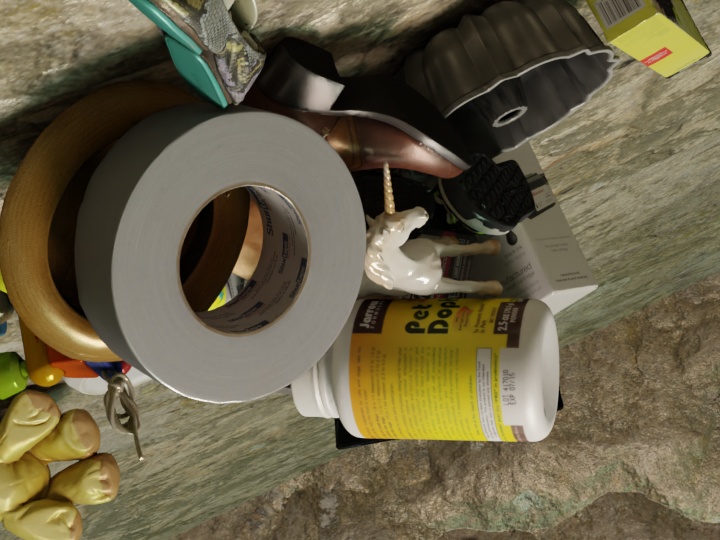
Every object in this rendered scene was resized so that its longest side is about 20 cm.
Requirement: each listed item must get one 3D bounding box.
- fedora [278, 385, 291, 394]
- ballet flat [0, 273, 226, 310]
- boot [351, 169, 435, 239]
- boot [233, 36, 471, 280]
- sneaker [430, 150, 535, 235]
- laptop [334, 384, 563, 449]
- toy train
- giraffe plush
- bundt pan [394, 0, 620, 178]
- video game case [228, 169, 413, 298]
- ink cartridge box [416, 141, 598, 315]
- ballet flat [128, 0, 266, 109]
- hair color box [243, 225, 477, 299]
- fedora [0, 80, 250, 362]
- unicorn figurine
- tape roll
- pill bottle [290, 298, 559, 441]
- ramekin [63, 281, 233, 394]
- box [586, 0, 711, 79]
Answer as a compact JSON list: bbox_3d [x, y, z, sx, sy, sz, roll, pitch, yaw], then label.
[{"bbox_3d":[-0.066,0.023,1.493,0.175,0.201,0.091,-15,139,-16],"label":"fedora"},{"bbox_3d":[-0.199,-0.005,1.182,0.198,0.067,0.067,12,156,10],"label":"ballet flat"},{"bbox_3d":[-0.045,-0.076,1.291,0.199,0.070,0.132,20,-174,-23],"label":"boot"},{"bbox_3d":[-0.037,-0.059,1.177,0.187,0.069,0.200,17,124,-33],"label":"boot"},{"bbox_3d":[0.092,-0.052,1.329,0.082,0.072,0.200,-23,172,19],"label":"sneaker"},{"bbox_3d":[0.075,0.105,1.340,0.186,0.117,0.200,-10,160,4],"label":"laptop"},{"bbox_3d":[-0.247,0.075,1.241,0.115,0.201,0.085,-19,154,6],"label":"toy train"},{"bbox_3d":[-0.385,0.229,1.717,0.199,0.174,0.162,-32,-169,-20],"label":"giraffe plush"},{"bbox_3d":[0.108,-0.158,1.275,0.201,0.076,0.202,-24,167,-6],"label":"bundt pan"},{"bbox_3d":[-0.027,-0.009,1.406,0.199,0.183,0.023,-20,-163,-25],"label":"video game case"},{"bbox_3d":[0.114,-0.037,1.487,0.144,0.201,0.084,-36,161,36],"label":"ink cartridge box"},{"bbox_3d":[-0.098,-0.160,0.940,0.072,0.072,0.200,-26,167,2],"label":"ballet flat"},{"bbox_3d":[0.000,0.000,1.373,0.198,0.101,0.060,7,-173,-29],"label":"hair color box"},{"bbox_3d":[-0.175,-0.038,1.095,0.199,0.202,0.082,-18,-159,-30],"label":"fedora"},{"bbox_3d":[0.038,-0.008,1.186,0.136,0.075,0.200,1,161,-28],"label":"unicorn figurine"},{"bbox_3d":[-0.095,-0.014,1.065,0.199,0.202,0.066,-18,-159,-30],"label":"tape roll"},{"bbox_3d":[0.050,0.076,1.204,0.198,0.110,0.109,-1,173,16],"label":"pill bottle"},{"bbox_3d":[-0.200,0.036,1.402,0.201,0.095,0.202,-25,166,-6],"label":"ramekin"},{"bbox_3d":[0.241,-0.217,1.312,0.050,0.076,0.200,-30,167,20],"label":"box"}]
